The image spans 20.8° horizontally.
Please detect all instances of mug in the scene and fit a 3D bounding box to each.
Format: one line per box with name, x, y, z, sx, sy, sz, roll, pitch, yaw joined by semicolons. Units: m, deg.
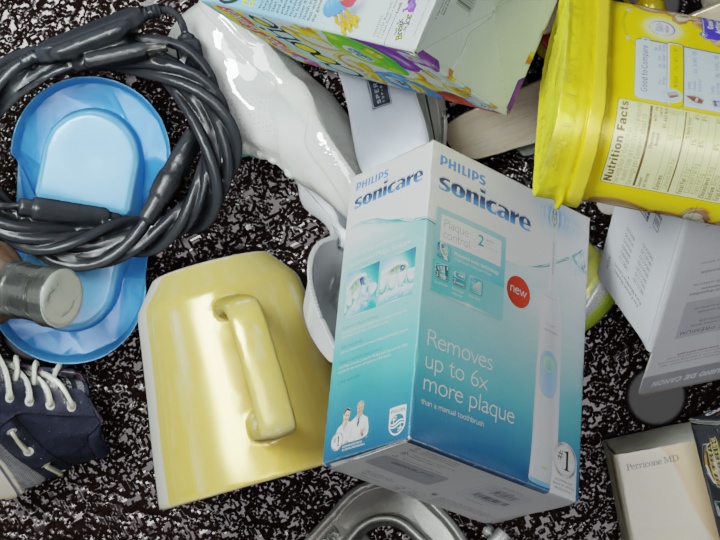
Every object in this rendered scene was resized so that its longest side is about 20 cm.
mug;-0.072;0.066;1.330;0.186;0.149;0.153;-21;82;47

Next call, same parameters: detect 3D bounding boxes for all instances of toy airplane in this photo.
toy airplane;0.174;-0.141;1.330;0.200;0.141;0.199;15;126;-4

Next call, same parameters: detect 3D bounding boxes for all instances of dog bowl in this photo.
dog bowl;-0.194;-0.036;1.379;0.111;0.050;0.200;11;95;1

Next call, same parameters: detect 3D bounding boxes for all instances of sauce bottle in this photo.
sauce bottle;-0.272;0.006;1.329;0.200;0.065;0.065;12;95;35

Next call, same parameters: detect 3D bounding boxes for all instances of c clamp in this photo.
c clamp;0.022;0.238;1.375;0.200;0.027;0.171;-42;72;-2

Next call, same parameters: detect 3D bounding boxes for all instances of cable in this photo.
cable;-0.184;-0.081;1.333;0.200;0.051;0.163;-22;98;0

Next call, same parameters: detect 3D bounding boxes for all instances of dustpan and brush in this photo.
dustpan and brush;0.000;0.000;1.334;0.139;0.200;0.057;2;118;-37

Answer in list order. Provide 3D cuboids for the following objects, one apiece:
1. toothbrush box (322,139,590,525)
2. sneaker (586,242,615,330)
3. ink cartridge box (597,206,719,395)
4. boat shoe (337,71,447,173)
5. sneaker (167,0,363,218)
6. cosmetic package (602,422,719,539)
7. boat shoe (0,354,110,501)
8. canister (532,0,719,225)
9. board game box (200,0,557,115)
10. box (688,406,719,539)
toothbrush box;0.064;0.041;1.237;0.146;0.085;0.200;25;59;-34
sneaker;0.089;0.048;1.377;0.105;0.076;0.200;42;94;17
ink cartridge box;0.268;-0.019;1.306;0.200;0.084;0.176;-9;136;-19
boat shoe;0.020;-0.140;1.360;0.073;0.065;0.200;-9;73;20
sneaker;-0.064;-0.099;1.363;0.088;0.075;0.200;-41;76;14
cosmetic package;0.240;0.209;1.374;0.105;0.071;0.200;-13;94;1
boat shoe;-0.237;0.078;1.333;0.093;0.200;0.075;-21;55;-2
canister;0.211;-0.090;1.181;0.200;0.149;0.087;11;133;-1
board game box;0.013;-0.181;1.252;0.200;0.103;0.105;20;85;43
box;0.335;0.165;1.339;0.198;0.050;0.200;-18;95;-25
